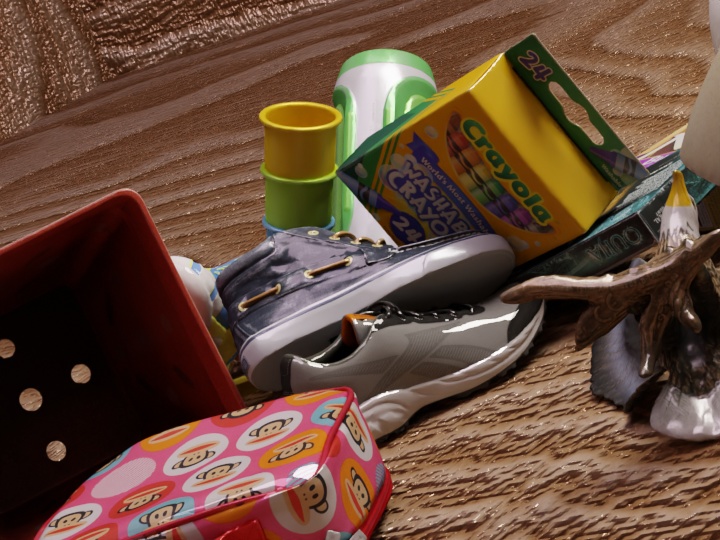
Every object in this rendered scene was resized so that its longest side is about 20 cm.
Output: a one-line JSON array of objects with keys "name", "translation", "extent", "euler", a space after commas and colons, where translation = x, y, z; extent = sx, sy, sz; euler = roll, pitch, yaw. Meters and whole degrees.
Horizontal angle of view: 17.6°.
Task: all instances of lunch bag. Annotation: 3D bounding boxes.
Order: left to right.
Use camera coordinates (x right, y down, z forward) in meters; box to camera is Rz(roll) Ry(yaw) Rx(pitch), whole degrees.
[{"name": "lunch bag", "translation": [-0.088, 0.147, 1.334], "extent": [0.199, 0.082, 0.176], "euler": [-19, 13, 17]}]

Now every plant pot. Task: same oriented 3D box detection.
[{"name": "plant pot", "translation": [-0.215, 0.085, 1.617], "extent": [0.199, 0.201, 0.176], "euler": [-27, 1, -18]}]

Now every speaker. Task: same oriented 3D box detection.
[{"name": "speaker", "translation": [0.017, -0.065, 1.780], "extent": [0.088, 0.201, 0.089], "euler": [1, -26, 1]}]

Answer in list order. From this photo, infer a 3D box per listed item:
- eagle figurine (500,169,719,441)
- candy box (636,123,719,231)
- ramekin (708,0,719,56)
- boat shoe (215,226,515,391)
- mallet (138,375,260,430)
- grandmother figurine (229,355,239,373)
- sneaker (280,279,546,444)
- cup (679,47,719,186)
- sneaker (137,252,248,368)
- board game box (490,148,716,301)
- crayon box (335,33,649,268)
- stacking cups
[{"name": "eagle figurine", "translation": [0.192, 0.017, 1.343], "extent": [0.151, 0.151, 0.200], "euler": [28, 1, 23]}, {"name": "candy box", "translation": [0.286, -0.077, 1.658], "extent": [0.116, 0.057, 0.200], "euler": [-32, 17, -33]}, {"name": "ramekin", "translation": [0.364, -0.203, 1.748], "extent": [0.202, 0.203, 0.094], "euler": [-29, 25, -27]}, {"name": "boat shoe", "translation": [0.000, 0.000, 1.582], "extent": [0.199, 0.091, 0.071], "euler": [-23, -33, -3]}, {"name": "mallet", "translation": [-0.094, 0.077, 1.677], "extent": [0.199, 0.066, 0.041], "euler": [-15, 16, 36]}, {"name": "grandmother figurine", "translation": [-0.026, 0.018, 1.834], "extent": [0.199, 0.061, 0.122], "euler": [-19, 44, 3]}, {"name": "sneaker", "translation": [0.037, 0.050, 1.525], "extent": [0.200, 0.080, 0.074], "euler": [-27, 11, -23]}, {"name": "cup", "translation": [0.306, -0.124, 1.432], "extent": [0.199, 0.144, 0.200], "euler": [6, 18, -2]}, {"name": "sneaker", "translation": [-0.107, 0.014, 1.708], "extent": [0.105, 0.076, 0.200], "euler": [-48, -11, -17]}, {"name": "board game box", "translation": [0.164, -0.025, 1.608], "extent": [0.200, 0.028, 0.135], "euler": [-30, 8, 48]}, {"name": "crayon box", "translation": [0.086, -0.065, 1.587], "extent": [0.052, 0.126, 0.200], "euler": [-48, 11, -37]}, {"name": "stacking cups", "translation": [-0.043, -0.019, 1.683], "extent": [0.060, 0.201, 0.061], "euler": [0, 25, 0]}]
